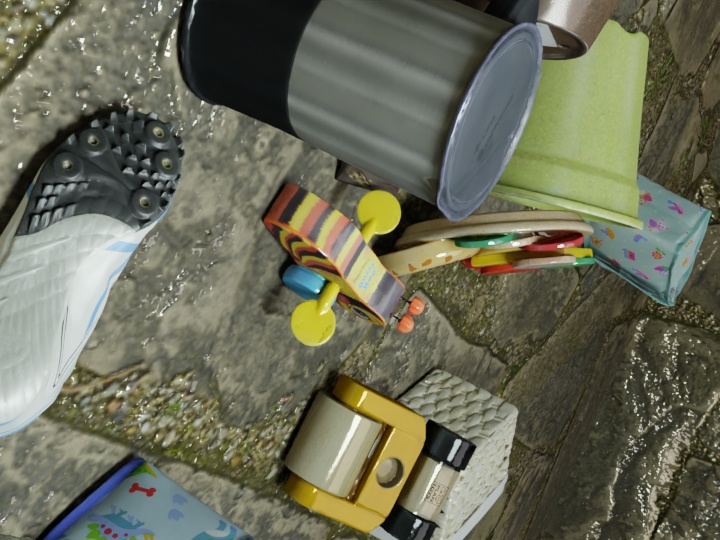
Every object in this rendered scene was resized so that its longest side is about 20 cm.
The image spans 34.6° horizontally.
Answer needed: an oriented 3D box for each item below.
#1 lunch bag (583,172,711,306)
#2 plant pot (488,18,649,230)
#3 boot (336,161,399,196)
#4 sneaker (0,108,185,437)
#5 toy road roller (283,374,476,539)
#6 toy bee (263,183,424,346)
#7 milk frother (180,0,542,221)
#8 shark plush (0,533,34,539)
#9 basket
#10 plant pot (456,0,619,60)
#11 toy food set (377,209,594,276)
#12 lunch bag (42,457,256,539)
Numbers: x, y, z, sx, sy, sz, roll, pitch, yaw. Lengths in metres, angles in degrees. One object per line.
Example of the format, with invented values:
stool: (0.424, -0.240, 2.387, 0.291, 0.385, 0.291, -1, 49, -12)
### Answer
lunch bag: (0.439, -0.041, 1.810, 0.122, 0.169, 0.201, -47, 155, -23)
plant pot: (0.204, -0.154, 1.153, 0.200, 0.197, 0.187, 7, 96, -67)
boot: (0.036, -0.162, 0.907, 0.202, 0.064, 0.186, -57, 156, -5)
sneaker: (-0.163, -0.003, 0.624, 0.202, 0.071, 0.072, -62, -166, -23)
toy road roller: (0.004, 0.183, 1.165, 0.198, 0.146, 0.124, 29, 88, -31)
toy bee: (0.000, 0.000, 0.929, 0.133, 0.108, 0.199, -67, 158, 4)
milk frother: (0.002, -0.159, 0.647, 0.182, 0.186, 0.200, -62, 158, -6)
shark plush: (-0.241, 0.178, 0.600, 0.199, 0.082, 0.092, -9, 123, -65)
basket: (0.087, 0.220, 1.336, 0.199, 0.134, 0.125, -32, 141, -54)
plant pot: (0.129, -0.254, 0.779, 0.187, 0.184, 0.203, 24, 79, -68)
toy food set: (0.127, -0.023, 1.096, 0.199, 0.195, 0.050, 3, 82, -59)
lunch bag: (-0.152, 0.250, 0.768, 0.200, 0.169, 0.129, -41, 150, -40)
